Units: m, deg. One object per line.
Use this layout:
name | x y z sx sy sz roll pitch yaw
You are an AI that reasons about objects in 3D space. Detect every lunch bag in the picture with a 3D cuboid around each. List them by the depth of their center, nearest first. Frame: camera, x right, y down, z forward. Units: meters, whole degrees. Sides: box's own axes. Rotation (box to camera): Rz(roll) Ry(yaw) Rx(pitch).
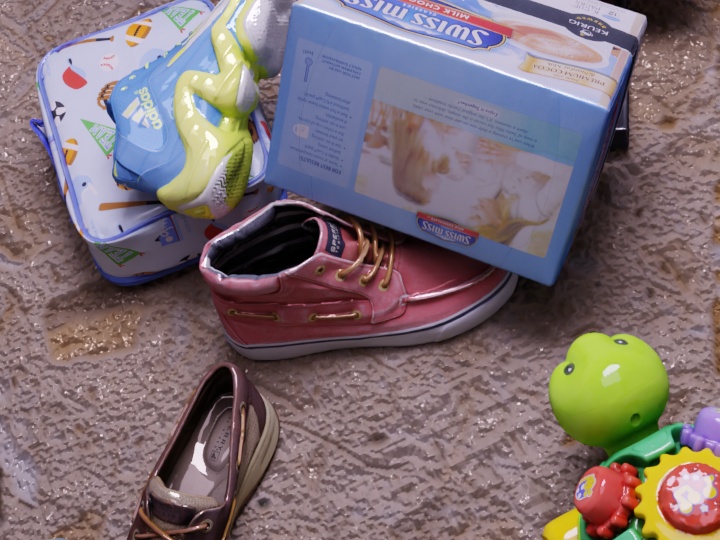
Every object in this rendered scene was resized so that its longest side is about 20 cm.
lunch bag | -0.146 -0.094 1.028 0.159 0.076 0.201 -23 56 0

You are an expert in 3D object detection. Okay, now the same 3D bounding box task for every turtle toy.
turtle toy | 0.170 0.124 0.795 0.145 0.101 0.201 -27 56 -6

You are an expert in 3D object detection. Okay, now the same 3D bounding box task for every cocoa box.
cocoa box | 0.058 -0.104 0.907 0.198 0.134 0.132 20 37 9

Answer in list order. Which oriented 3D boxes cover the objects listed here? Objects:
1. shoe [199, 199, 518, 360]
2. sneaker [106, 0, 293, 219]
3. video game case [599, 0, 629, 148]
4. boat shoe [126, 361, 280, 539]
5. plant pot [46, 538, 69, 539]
shoe | 0.000 0.000 0.921 0.198 0.091 0.072 -11 55 5
sneaker | -0.110 -0.133 0.953 0.104 0.076 0.202 9 65 11
video game case | 0.102 -0.171 1.050 0.179 0.026 0.202 -1 57 12
boat shoe | -0.108 0.147 0.860 0.071 0.072 0.201 14 62 21
plant pot | -0.152 0.272 0.725 0.188 0.200 0.200 40 72 16
